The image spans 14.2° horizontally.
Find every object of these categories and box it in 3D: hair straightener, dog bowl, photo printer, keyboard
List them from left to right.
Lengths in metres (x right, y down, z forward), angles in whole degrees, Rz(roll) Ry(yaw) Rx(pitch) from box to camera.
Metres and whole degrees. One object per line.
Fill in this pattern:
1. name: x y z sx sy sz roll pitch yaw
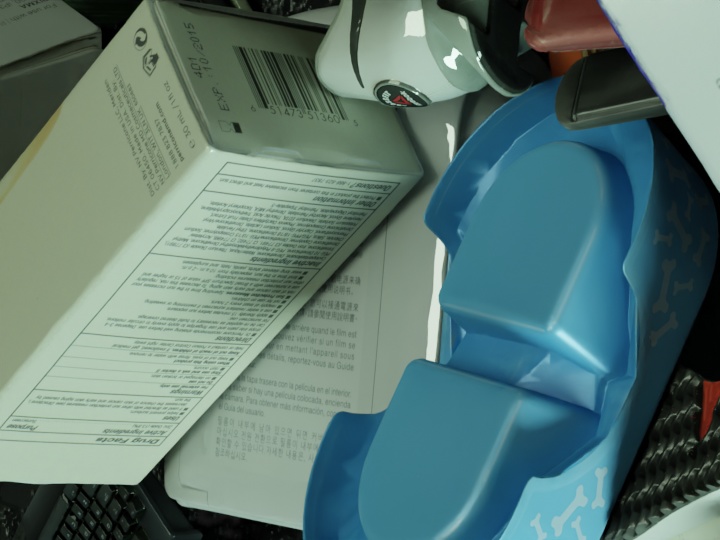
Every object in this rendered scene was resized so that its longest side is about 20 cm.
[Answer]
1. keyboard: -0.111 0.158 1.211 0.127 0.021 0.200 50 139 19
2. photo printer: 0.000 0.000 1.099 0.166 0.069 0.201 5 91 47
3. dog bowl: 0.055 0.033 0.982 0.111 0.050 0.200 14 78 54
4. hair straightener: 0.156 -0.069 0.919 0.199 0.077 0.041 -8 42 16

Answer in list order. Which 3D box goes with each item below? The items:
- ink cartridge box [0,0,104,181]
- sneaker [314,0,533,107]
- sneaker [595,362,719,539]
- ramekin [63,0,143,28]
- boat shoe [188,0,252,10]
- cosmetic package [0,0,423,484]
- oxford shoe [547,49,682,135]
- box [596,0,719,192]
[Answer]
1. ink cartridge box: -0.197 -0.068 1.172 0.200 0.083 0.147 36 134 35
2. sneaker: 0.023 -0.149 1.027 0.088 0.074 0.200 -8 57 33
3. sneaker: 0.144 0.070 0.939 0.070 0.093 0.200 -68 11 -20
4. ramekin: -0.143 -0.196 1.242 0.200 0.098 0.201 -2 87 47
5. boat shoe: -0.080 -0.023 1.188 0.074 0.066 0.200 6 93 46
6. cosmetic package: -0.080 -0.005 1.060 0.200 0.105 0.071 -46 55 34
7. oxford shoe: 0.098 -0.123 0.951 0.072 0.200 0.071 23 60 29
8. box: 0.200 -0.048 0.778 0.184 0.105 0.200 -32 91 24
